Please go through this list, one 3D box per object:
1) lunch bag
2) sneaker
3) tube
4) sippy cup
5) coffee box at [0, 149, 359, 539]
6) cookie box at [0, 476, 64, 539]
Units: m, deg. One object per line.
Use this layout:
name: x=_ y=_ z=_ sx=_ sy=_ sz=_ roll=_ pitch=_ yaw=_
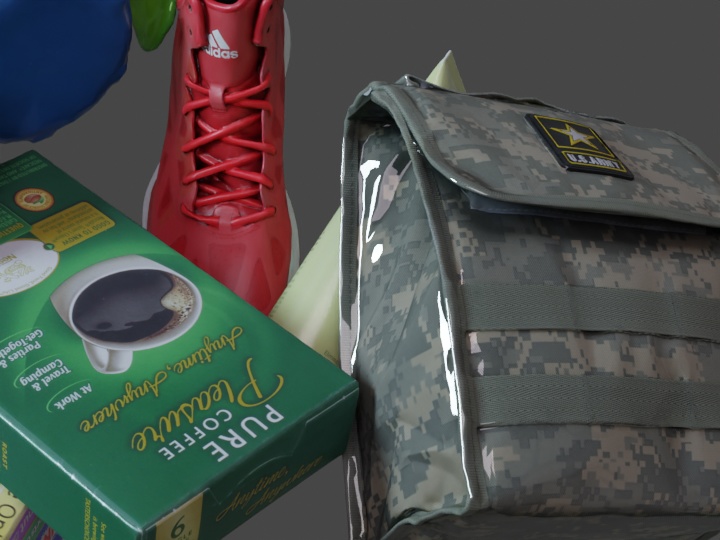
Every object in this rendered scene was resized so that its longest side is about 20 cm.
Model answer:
lunch bag: x=0.080 y=0.014 z=0.694 sx=0.163 sy=0.118 sz=0.201 roll=6 pitch=66 yaw=-27
sneaker: x=-0.067 y=-0.064 z=0.747 sx=0.078 sy=0.116 sz=0.201 roll=-4 pitch=71 yaw=-1
tube: x=0.000 y=0.000 z=0.746 sx=0.052 sy=0.058 sz=0.201 roll=36 pitch=73 yaw=-14
sippy cup: x=-0.170 y=-0.131 z=0.749 sx=0.177 sy=0.140 sz=0.130 roll=-26 pitch=56 yaw=-19
coffee box: x=-0.113 y=0.034 z=0.669 sx=0.200 sy=0.044 sz=0.123 roll=33 pitch=43 yaw=25
cookie box: x=-0.219 y=0.076 z=0.685 sx=0.199 sy=0.075 sz=0.171 roll=18 pitch=40 yaw=6
